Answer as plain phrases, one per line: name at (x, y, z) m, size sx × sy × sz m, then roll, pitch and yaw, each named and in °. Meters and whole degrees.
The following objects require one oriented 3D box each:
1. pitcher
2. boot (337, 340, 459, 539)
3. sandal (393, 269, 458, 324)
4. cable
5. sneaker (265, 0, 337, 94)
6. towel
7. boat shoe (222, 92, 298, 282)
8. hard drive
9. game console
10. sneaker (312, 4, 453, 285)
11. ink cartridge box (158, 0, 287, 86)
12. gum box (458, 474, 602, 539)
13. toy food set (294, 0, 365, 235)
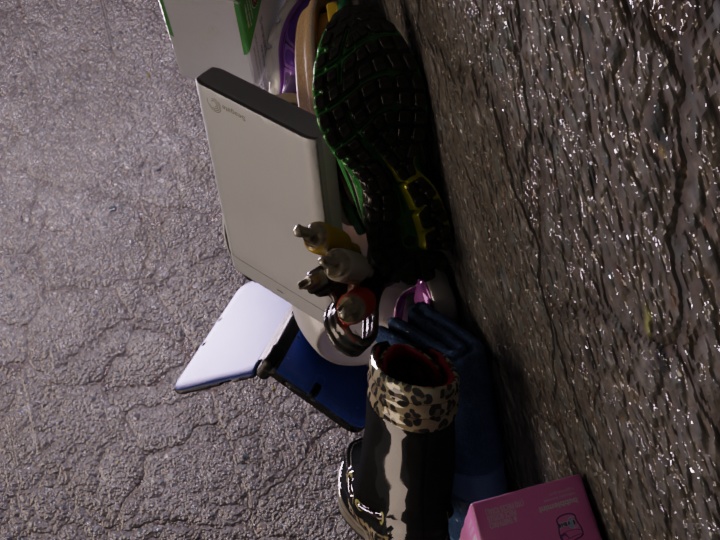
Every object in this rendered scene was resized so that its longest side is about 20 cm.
pitcher at (0.000, 0.000, 1.014) m, size 0.172 × 0.120 × 0.202 m, roll 51°, pitch -154°, yaw -46°
boot at (0.028, 0.119, 0.723) m, size 0.204 × 0.072 × 0.156 m, roll -120°, pitch 31°, yaw -73°
sandal at (0.049, 0.054, 0.874) m, size 0.204 × 0.049 × 0.083 m, roll 86°, pitch 168°, yaw -55°
cable at (0.013, 0.006, 0.781) m, size 0.199 × 0.050 × 0.098 m, roll -13°, pitch -104°, yaw -62°
sneaker at (-0.043, -0.170, 0.975) m, size 0.083 × 0.080 × 0.203 m, roll 22°, pitch 104°, yaw 43°
towel at (0.069, 0.133, 0.787) m, size 0.111 × 0.048 × 0.202 m, roll 31°, pitch 138°, yaw 57°
boat shoe at (-0.080, -0.060, 0.928) m, size 0.061 × 0.071 × 0.203 m, roll -114°, pitch 31°, yaw -42°
hard drive at (-0.068, -0.054, 0.836) m, size 0.131 × 0.027 × 0.201 m, roll 30°, pitch 143°, yaw 31°
game console at (-0.064, 0.083, 1.056) m, size 0.119 × 0.170 × 0.201 m, roll -50°, pitch 8°, yaw 36°
sneaker at (0.009, -0.092, 0.743) m, size 0.085 × 0.077 × 0.202 m, roll -115°, pitch 10°, yaw -65°
ink cartridge box at (-0.111, -0.295, 0.961) m, size 0.147 × 0.082 × 0.202 m, roll 86°, pitch -161°, yaw -68°
gum box at (0.105, 0.208, 0.617) m, size 0.200 × 0.065 × 0.115 m, roll 85°, pitch 170°, yaw -66°
toy food set at (-0.012, -0.131, 0.859) m, size 0.198 × 0.048 × 0.203 m, roll -39°, pitch -58°, yaw -79°
